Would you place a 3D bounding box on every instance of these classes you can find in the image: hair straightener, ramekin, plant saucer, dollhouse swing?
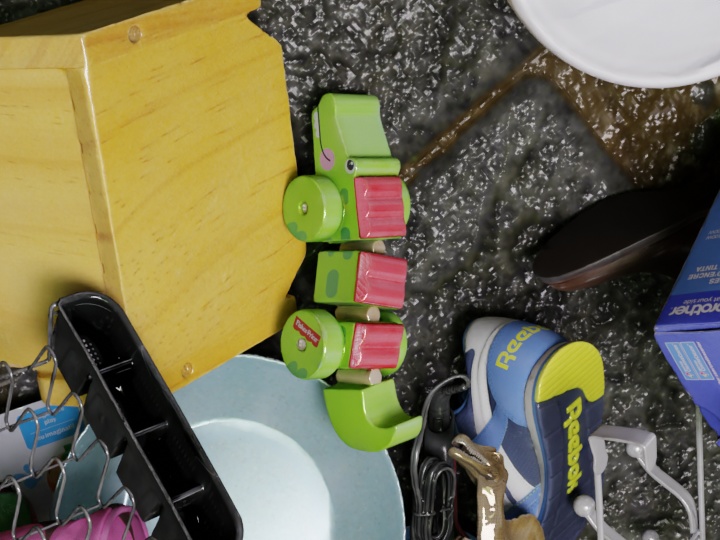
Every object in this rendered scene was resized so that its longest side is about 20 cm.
[{"bbox_3d":[0.050,0.157,0.898,0.041,0.077,0.200,7,110,9],"label":"hair straightener"},{"bbox_3d":[0.152,-0.205,0.809,0.202,0.094,0.203,-4,110,-10],"label":"ramekin"},{"bbox_3d":[-0.075,0.148,0.870,0.201,0.039,0.201,0,86,-5],"label":"plant saucer"},{"bbox_3d":[-0.160,-0.049,0.841,0.182,0.176,0.200,-30,121,-45],"label":"dollhouse swing"}]

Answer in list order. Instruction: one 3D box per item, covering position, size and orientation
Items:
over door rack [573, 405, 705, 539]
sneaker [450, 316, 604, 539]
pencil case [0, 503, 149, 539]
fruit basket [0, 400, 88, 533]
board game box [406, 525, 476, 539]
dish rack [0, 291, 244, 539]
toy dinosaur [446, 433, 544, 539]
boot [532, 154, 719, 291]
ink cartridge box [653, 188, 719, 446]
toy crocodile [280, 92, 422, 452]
[{"bbox_3d":[0.157,0.127,0.879,0.067,0.148,0.200,23,129,26],"label":"over door rack"},{"bbox_3d":[0.100,0.109,0.933,0.074,0.082,0.200,-33,136,-36],"label":"sneaker"},{"bbox_3d":[-0.204,0.178,0.802,0.200,0.094,0.091,-10,94,12],"label":"pencil case"},{"bbox_3d":[-0.218,0.190,0.888,0.185,0.094,0.200,-18,109,-4],"label":"fruit basket"},{"bbox_3d":[0.012,0.249,0.977,0.158,0.039,0.200,9,100,-37],"label":"board game box"},{"bbox_3d":[-0.173,0.110,0.705,0.200,0.153,0.055,-21,159,-33],"label":"dish rack"},{"bbox_3d":[0.081,0.192,0.880,0.101,0.058,0.200,-43,132,-37],"label":"toy dinosaur"},{"bbox_3d":[0.215,0.039,0.933,0.186,0.064,0.200,-23,117,-4],"label":"boot"},{"bbox_3d":[0.235,0.031,0.813,0.136,0.076,0.200,55,51,-27],"label":"ink cartridge box"},{"bbox_3d":[0.000,0.000,0.847,0.067,0.062,0.200,2,86,-42],"label":"toy crocodile"}]
